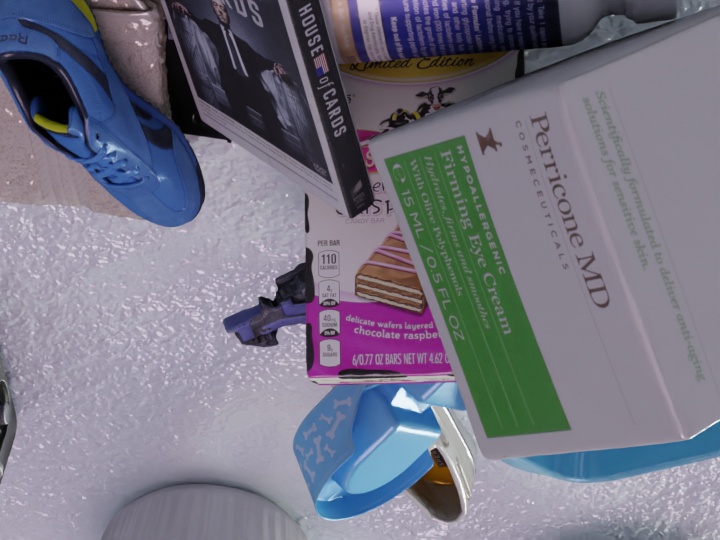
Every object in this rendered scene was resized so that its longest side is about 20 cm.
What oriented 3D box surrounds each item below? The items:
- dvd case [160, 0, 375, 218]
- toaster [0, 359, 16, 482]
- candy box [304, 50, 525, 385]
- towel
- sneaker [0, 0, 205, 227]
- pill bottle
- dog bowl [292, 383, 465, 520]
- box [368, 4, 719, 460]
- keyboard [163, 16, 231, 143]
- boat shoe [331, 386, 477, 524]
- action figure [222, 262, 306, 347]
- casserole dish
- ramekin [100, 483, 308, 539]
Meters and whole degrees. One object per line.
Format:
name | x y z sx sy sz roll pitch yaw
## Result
dvd case | -0.065 -0.137 1.124 0.025 0.150 0.200 -37 136 -20
toaster | -0.356 0.093 1.427 0.199 0.119 0.181 0 137 3
candy box | 0.035 -0.033 1.210 0.136 0.201 0.061 -2 173 4
towel | -0.182 -0.107 1.247 0.132 0.035 0.200 8 139 7
sneaker | -0.160 -0.082 1.188 0.066 0.079 0.200 -13 133 22
pill bottle | 0.072 -0.178 1.105 0.199 0.116 0.116 -3 138 7
dog bowl | 0.036 0.081 1.315 0.200 0.050 0.111 -45 153 16
box | 0.152 -0.023 1.105 0.171 0.200 0.200 -13 99 52
keyboard | -0.087 -0.154 1.212 0.127 0.021 0.200 9 139 2
boat shoe | 0.030 0.119 1.472 0.071 0.070 0.200 -15 136 19
action figure | 0.000 0.000 1.322 0.199 0.105 0.194 -19 132 -8
casserole dish | 0.171 0.091 1.301 0.121 0.039 0.200 29 146 -36
ramekin | -0.126 0.254 1.613 0.202 0.094 0.203 1 139 1
